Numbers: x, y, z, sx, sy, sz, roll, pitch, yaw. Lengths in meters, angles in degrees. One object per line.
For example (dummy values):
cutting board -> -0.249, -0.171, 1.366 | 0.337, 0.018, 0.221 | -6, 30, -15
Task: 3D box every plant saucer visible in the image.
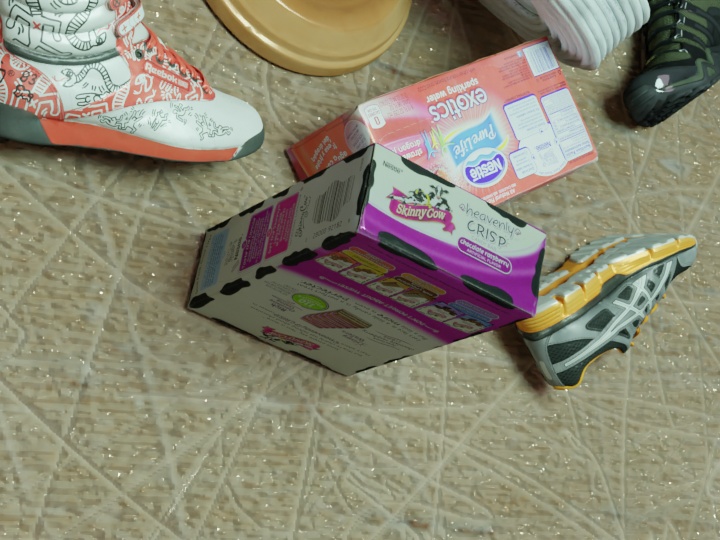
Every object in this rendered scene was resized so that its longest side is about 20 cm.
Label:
plant saucer -> -0.037, -0.242, 1.102 | 0.199, 0.037, 0.202 | 12, 69, -32

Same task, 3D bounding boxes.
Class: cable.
cable -> 0.119, -0.232, 1.117 | 0.069, 0.200, 0.200 | -47, 139, 0

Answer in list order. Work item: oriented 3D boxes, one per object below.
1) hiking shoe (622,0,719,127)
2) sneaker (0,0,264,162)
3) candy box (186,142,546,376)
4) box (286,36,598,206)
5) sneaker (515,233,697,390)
hiking shoe -> 0.263, -0.194, 1.292 | 0.101, 0.076, 0.200 | 53, 43, 1
sneaker -> -0.137, -0.132, 0.945 | 0.200, 0.067, 0.109 | 2, 115, -33
candy box -> 0.000, 0.000, 0.947 | 0.136, 0.199, 0.061 | 25, 62, -29
box -> 0.062, -0.084, 1.086 | 0.199, 0.094, 0.103 | -26, 91, -38
sneaker -> 0.191, 0.024, 1.167 | 0.199, 0.078, 0.078 | -26, 105, -35
